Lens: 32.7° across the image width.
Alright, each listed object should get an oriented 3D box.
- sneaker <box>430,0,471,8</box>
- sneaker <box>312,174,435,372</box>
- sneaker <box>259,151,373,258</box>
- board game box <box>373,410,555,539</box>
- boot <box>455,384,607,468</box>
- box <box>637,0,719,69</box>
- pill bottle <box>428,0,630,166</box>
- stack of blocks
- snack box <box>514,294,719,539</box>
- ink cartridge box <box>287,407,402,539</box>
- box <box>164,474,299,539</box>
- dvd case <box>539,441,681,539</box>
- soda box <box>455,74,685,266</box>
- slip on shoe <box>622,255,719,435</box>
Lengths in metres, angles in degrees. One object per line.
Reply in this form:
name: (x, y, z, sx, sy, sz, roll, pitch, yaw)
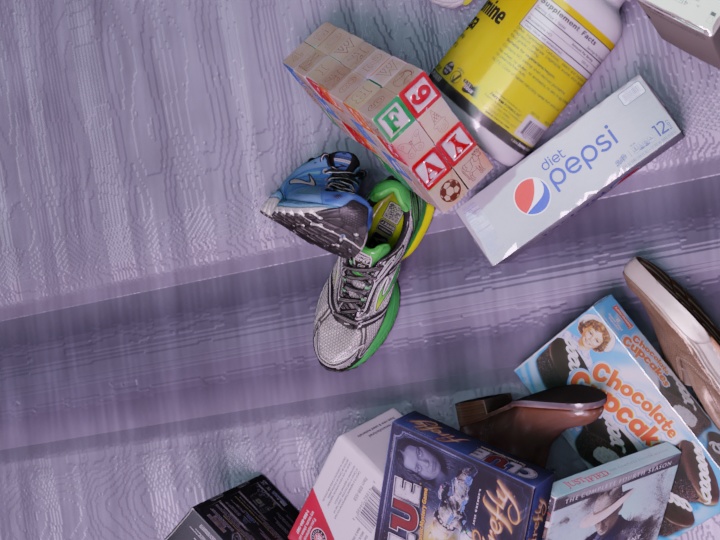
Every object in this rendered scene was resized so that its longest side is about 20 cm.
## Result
sneaker: (0.020, -0.311, 1.126, 0.200, 0.085, 0.075, 28, 99, 16)
sneaker: (0.000, 0.000, 1.140, 0.078, 0.085, 0.201, 22, 99, 17)
sneaker: (-0.034, -0.071, 1.105, 0.078, 0.200, 0.090, 31, 88, -21)
board game box: (0.074, 0.230, 0.986, 0.135, 0.035, 0.201, 20, 113, 33)
boot: (0.164, 0.205, 1.066, 0.186, 0.064, 0.201, -16, 84, 59)
box: (0.277, -0.220, 0.981, 0.068, 0.200, 0.082, 31, 100, 15)
pill bottle: (0.153, -0.200, 1.069, 0.112, 0.112, 0.200, 42, 103, 13)
stack of blocks: (0.020, -0.139, 1.076, 0.059, 0.115, 0.200, -43, 34, -3)
snack box: (0.235, 0.133, 1.064, 0.200, 0.037, 0.116, 53, 134, 11)
ink cartridge box: (0.049, 0.247, 1.091, 0.200, 0.084, 0.145, 42, 128, 23)
box: (-0.066, 0.286, 1.130, 0.200, 0.160, 0.044, 43, 104, 12)
dvd case: (0.190, 0.246, 1.025, 0.022, 0.146, 0.201, 37, 129, 46)
soda box: (0.185, -0.086, 1.084, 0.200, 0.068, 0.064, -37, 81, 16)
slip on shoe: (0.287, 0.077, 1.056, 0.061, 0.076, 0.200, -43, 85, 19)
